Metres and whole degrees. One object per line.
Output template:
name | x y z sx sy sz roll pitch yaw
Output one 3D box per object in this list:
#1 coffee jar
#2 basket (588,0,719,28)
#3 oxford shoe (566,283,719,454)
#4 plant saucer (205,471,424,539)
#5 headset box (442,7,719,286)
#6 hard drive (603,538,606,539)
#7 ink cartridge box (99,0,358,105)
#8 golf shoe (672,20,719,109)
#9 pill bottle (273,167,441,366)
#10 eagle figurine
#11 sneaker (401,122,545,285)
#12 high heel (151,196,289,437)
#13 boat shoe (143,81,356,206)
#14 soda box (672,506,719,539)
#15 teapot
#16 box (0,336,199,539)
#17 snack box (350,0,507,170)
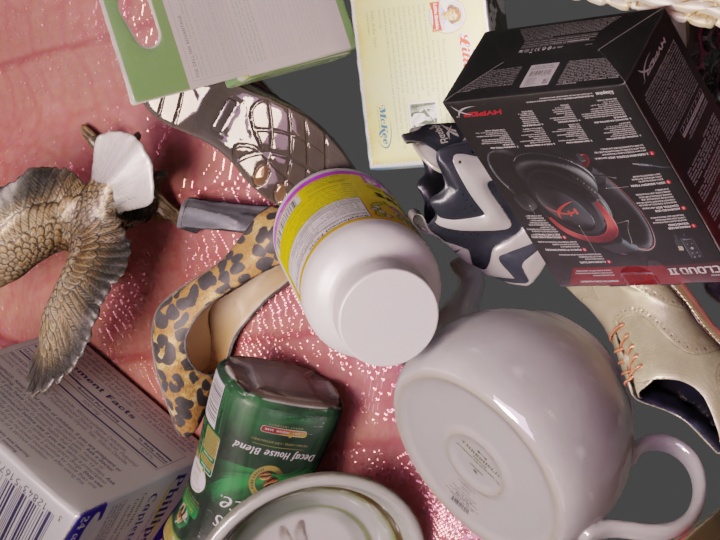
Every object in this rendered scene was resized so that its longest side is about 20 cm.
coffee jar | -0.092 0.175 1.646 0.085 0.104 0.201 54 129 58
basket | 0.252 -0.252 1.337 0.197 0.200 0.162 16 112 26
oxford shoe | 0.205 0.047 1.445 0.200 0.074 0.071 39 153 18
plant saucer | -0.048 0.237 1.614 0.050 0.199 0.201 52 126 57
headset box | 0.170 -0.069 1.358 0.148 0.075 0.200 -3 134 42
hard drive | 0.101 0.263 1.499 0.027 0.200 0.132 48 117 20
ink cartridge box | -0.112 -0.210 1.544 0.048 0.199 0.146 -18 90 63
golf shoe | 0.206 -0.101 1.454 0.092 0.072 0.201 18 107 27
pill bottle | 0.000 0.000 1.505 0.104 0.200 0.105 -4 111 -11
eagle figurine | -0.239 -0.016 1.658 0.151 0.200 0.151 13 137 51
sneaker | 0.100 -0.100 1.470 0.129 0.080 0.200 20 107 -16
high heel | -0.095 0.043 1.643 0.142 0.071 0.201 8 94 34
boat shoe | -0.081 -0.115 1.613 0.200 0.073 0.075 37 107 -4
soda box | 0.223 0.229 1.426 0.068 0.200 0.064 -40 80 27
teapot | 0.134 0.104 1.495 0.197 0.146 0.201 5 125 53
box | -0.257 0.157 1.680 0.184 0.200 0.105 38 116 18
snack box | 0.053 -0.180 1.545 0.116 0.037 0.201 -3 97 29
